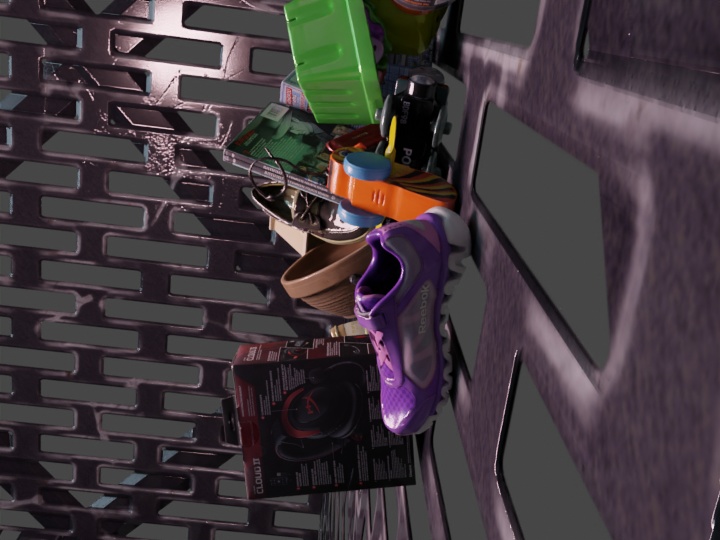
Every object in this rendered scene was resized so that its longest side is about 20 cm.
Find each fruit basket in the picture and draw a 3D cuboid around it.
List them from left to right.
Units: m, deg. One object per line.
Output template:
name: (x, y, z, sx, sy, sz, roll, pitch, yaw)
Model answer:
fruit basket: (0.024, -0.269, 0.961, 0.216, 0.214, 0.157, 116, 144, -81)

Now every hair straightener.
hair straightener: (0.026, -0.150, 0.996, 0.200, 0.041, 0.077, -38, -33, -43)

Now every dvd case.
dvd case: (-0.055, -0.149, 1.045, 0.146, 0.199, 0.022, -61, -10, -49)

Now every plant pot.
plant pot: (0.000, 0.000, 1.106, 0.093, 0.200, 0.201, 59, -175, -12)

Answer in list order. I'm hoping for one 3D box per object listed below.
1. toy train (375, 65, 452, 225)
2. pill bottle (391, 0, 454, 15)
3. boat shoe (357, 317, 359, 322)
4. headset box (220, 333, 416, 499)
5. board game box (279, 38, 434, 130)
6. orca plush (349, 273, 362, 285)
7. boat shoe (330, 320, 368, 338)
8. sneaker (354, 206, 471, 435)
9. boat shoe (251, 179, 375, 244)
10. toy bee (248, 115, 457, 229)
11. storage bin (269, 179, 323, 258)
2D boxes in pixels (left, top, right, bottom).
toy train: (0.055, -0.130, 0.920, 0.114, 0.085, 0.201, -70, -10, -59)
pill bottle: (0.068, -0.322, 0.790, 0.200, 0.105, 0.107, 119, 157, -81)
boat shoe: (0.029, 0.072, 1.039, 0.200, 0.067, 0.072, 105, 171, -71)
headset box: (-0.047, 0.151, 0.858, 0.075, 0.198, 0.150, -98, 3, -78)
board game box: (-0.003, -0.269, 1.105, 0.062, 0.198, 0.202, 116, 161, -71)
orca plush: (0.045, 0.012, 0.853, 0.071, 0.105, 0.200, -50, -16, -10)
boat shoe: (0.010, 0.155, 0.981, 0.073, 0.063, 0.202, -96, -3, -68)
sneaker: (0.032, 0.045, 0.697, 0.080, 0.088, 0.202, 22, 109, 54)
boat shoe: (-0.066, -0.080, 1.060, 0.066, 0.200, 0.072, 12, -87, -48)
toy bee: (0.009, -0.101, 0.826, 0.131, 0.199, 0.109, -57, -1, 33)
storage bin: (-0.025, -0.142, 1.211, 0.094, 0.199, 0.200, 41, 139, 32)
